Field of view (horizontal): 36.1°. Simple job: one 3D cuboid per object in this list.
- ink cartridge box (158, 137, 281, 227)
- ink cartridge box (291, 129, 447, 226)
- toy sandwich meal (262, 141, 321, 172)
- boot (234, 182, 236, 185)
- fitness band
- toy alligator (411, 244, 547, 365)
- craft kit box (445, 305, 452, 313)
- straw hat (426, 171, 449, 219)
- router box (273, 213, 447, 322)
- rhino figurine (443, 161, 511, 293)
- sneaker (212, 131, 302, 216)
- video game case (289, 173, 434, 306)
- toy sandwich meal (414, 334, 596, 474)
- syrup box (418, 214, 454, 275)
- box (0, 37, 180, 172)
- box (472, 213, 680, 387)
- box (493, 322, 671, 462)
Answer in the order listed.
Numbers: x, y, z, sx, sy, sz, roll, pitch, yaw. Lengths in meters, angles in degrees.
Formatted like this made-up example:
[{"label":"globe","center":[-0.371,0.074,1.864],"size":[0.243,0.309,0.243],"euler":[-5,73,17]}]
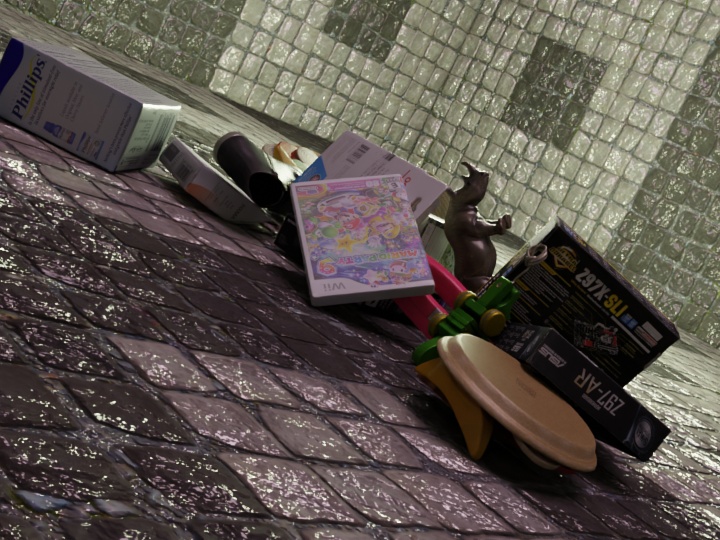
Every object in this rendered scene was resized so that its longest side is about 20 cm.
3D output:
[{"label":"ink cartridge box","center":[-0.186,-0.097,1.579],"size":[0.200,0.050,0.162],"euler":[43,0,-31]},{"label":"ink cartridge box","center":[0.019,-0.092,1.447],"size":[0.200,0.116,0.067],"euler":[34,-18,39]},{"label":"toy sandwich meal","center":[-0.060,-0.151,1.723],"size":[0.204,0.070,0.206],"euler":[23,31,-14]},{"label":"boot","center":[-0.104,-0.121,1.810],"size":[0.199,0.066,0.165],"euler":[21,18,-13]},{"label":"fitness band","center":[0.106,0.050,1.340],"size":[0.200,0.037,0.143],"euler":[49,20,15]},{"label":"toy alligator","center":[0.142,0.051,1.240],"size":[0.059,0.200,0.054],"euler":[38,-17,47]},{"label":"craft kit box","center":[0.209,0.087,1.589],"size":[0.197,0.049,0.200],"euler":[25,8,12]},{"label":"straw hat","center":[0.080,-0.051,1.746],"size":[0.085,0.202,0.201],"euler":[-18,32,-26]},{"label":"router box","center":[0.000,0.000,1.451],"size":[0.149,0.051,0.200],"euler":[19,11,-46]},{"label":"rhino figurine","center":[0.154,-0.050,1.462],"size":[0.087,0.201,0.060],"euler":[-16,-12,23]},{"label":"sneaker","center":[-0.114,-0.104,1.520],"size":[0.200,0.075,0.106],"euler":[31,15,-46]},{"label":"video game case","center":[-0.001,-0.041,1.318],"size":[0.142,0.018,0.201],"euler":[-5,45,-9]},{"label":"toy sandwich meal","center":[0.131,0.133,1.040],"size":[0.205,0.070,0.205],"euler":[35,13,-9]},{"label":"syrup box","center":[0.100,-0.035,1.557],"size":[0.081,0.079,0.200],"euler":[31,7,33]},{"label":"box","center":[-0.376,-0.225,1.518],"size":[0.199,0.105,0.184],"euler":[27,9,3]},{"label":"box","center":[0.247,0.060,1.303],"size":[0.200,0.160,0.049],"euler":[41,19,-7]},{"label":"box","center":[0.227,0.124,1.180],"size":[0.160,0.044,0.200],"euler":[40,-3,-3]}]
